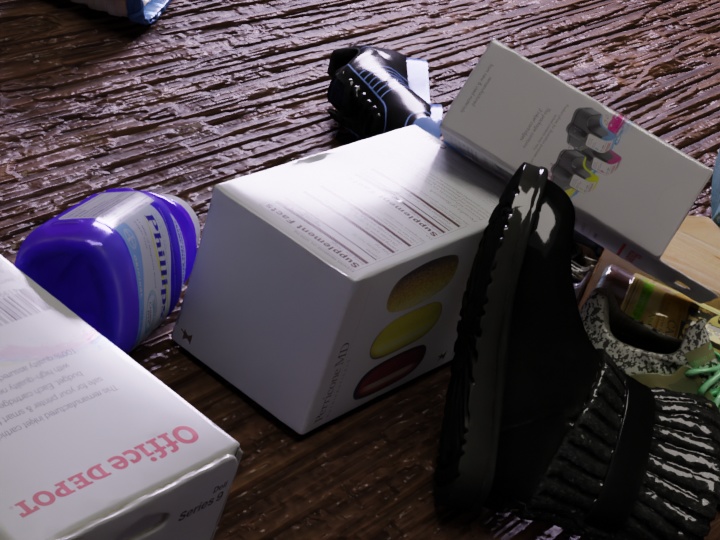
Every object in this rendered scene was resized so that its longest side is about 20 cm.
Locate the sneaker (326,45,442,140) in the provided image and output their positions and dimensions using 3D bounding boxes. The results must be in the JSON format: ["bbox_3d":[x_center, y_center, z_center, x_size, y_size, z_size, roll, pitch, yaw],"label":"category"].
[{"bbox_3d":[0.015,-0.118,1.291,0.078,0.070,0.200,11,24,-9],"label":"sneaker"}]

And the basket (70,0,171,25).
[{"bbox_3d":[-0.157,-0.274,1.365,0.200,0.139,0.176,10,28,1],"label":"basket"}]

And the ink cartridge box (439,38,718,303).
[{"bbox_3d":[0.153,-0.060,1.077,0.200,0.068,0.115,32,0,6],"label":"ink cartridge box"}]

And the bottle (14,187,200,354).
[{"bbox_3d":[-0.137,-0.004,0.969,0.065,0.084,0.200,-3,11,9],"label":"bottle"}]

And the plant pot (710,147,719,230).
[{"bbox_3d":[0.342,-0.042,1.264,0.200,0.200,0.134,33,58,21],"label":"plant pot"}]

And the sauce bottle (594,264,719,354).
[{"bbox_3d":[0.243,0.061,1.128,0.200,0.065,0.065,23,29,8],"label":"sauce bottle"}]

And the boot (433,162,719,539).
[{"bbox_3d":[0.135,0.054,0.970,0.158,0.212,0.079,12,-7,-8],"label":"boot"}]

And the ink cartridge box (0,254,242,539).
[{"bbox_3d":[-0.179,0.082,0.805,0.200,0.088,0.145,33,32,25],"label":"ink cartridge box"}]

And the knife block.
[{"bbox_3d":[0.193,0.010,1.185,0.175,0.064,0.200,0,35,-31],"label":"knife block"}]

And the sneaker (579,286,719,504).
[{"bbox_3d":[0.206,0.077,1.053,0.200,0.089,0.077,27,30,12],"label":"sneaker"}]

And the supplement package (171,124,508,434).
[{"bbox_3d":[0.000,0.000,1.029,0.109,0.114,0.200,34,32,25],"label":"supplement package"}]
